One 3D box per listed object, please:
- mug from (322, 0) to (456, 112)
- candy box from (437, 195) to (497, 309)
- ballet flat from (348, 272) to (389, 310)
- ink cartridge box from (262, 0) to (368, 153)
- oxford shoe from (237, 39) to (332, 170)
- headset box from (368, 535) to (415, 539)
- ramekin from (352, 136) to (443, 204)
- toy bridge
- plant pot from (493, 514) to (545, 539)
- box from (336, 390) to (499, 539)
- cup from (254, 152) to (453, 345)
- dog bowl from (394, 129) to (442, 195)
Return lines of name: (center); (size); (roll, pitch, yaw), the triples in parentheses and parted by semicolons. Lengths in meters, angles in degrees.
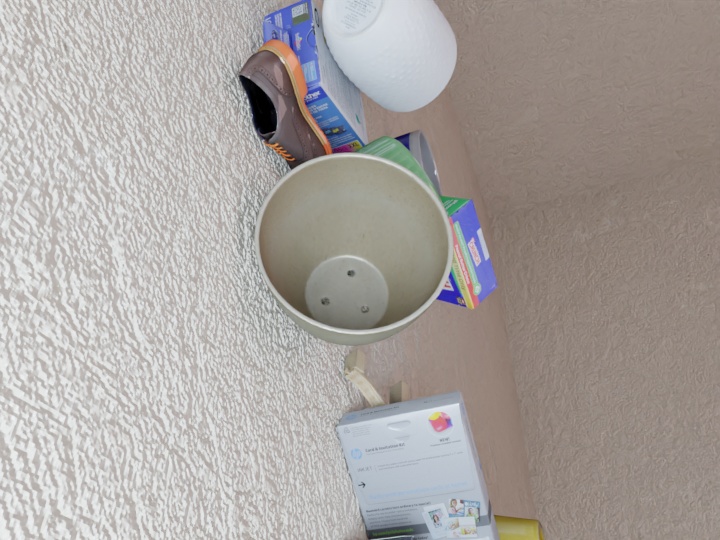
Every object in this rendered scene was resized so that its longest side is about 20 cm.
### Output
mug: (0.016, -0.324, 0.778); (0.201, 0.148, 0.175); (49, 17, 21)
candy box: (0.114, -0.039, 0.995); (0.077, 0.198, 0.171); (-40, 122, -28)
ballet flat: (0.000, 0.000, 0.807); (0.200, 0.071, 0.073); (-133, -159, -67)
ink cartridge box: (-0.062, -0.257, 0.798); (0.200, 0.075, 0.139); (42, 38, -63)
oxford shoe: (-0.089, -0.156, 0.696); (0.073, 0.070, 0.202); (-50, 134, -33)
headset box: (0.039, 0.404, 0.617); (0.176, 0.091, 0.202); (-81, 151, -51)
ramekin: (0.041, -0.084, 0.824); (0.202, 0.097, 0.200); (57, -6, 9)
toy bridge: (0.052, 0.182, 0.797); (0.199, 0.027, 0.068); (37, 36, -24)
plant pot: (0.186, 0.451, 0.888); (0.200, 0.185, 0.205); (-14, 90, -73)
box: (0.071, 0.259, 0.718); (0.041, 0.153, 0.204); (-47, 122, -72)
cup: (-0.011, -0.002, 0.643); (0.144, 0.196, 0.204); (102, -14, -63)
dog bowl: (0.125, -0.208, 1.343); (0.200, 0.077, 0.204); (-13, 90, -73)
